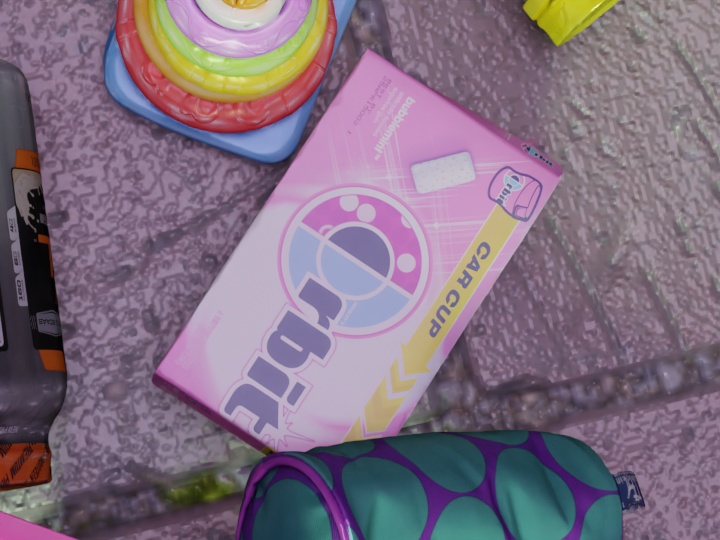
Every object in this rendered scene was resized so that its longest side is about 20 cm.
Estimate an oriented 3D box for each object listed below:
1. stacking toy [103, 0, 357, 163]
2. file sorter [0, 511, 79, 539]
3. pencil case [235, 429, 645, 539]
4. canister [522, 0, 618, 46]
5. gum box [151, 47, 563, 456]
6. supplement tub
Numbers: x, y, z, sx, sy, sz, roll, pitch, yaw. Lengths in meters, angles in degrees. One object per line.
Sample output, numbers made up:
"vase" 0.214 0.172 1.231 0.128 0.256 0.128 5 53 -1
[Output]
"stacking toy" -0.057 -0.127 1.373 0.110 0.200 0.116 22 83 -4
"file sorter" -0.136 0.187 1.285 0.200 0.139 0.126 19 76 6
"pencil case" 0.036 0.122 1.366 0.200 0.085 0.093 -1 54 -44
"canister" 0.093 -0.235 1.460 0.148 0.087 0.200 -38 88 -9
"gum box" 0.000 0.000 1.433 0.113 0.066 0.200 33 82 -1
"supplement tub" -0.204 0.007 1.381 0.122 0.123 0.200 -7 85 -7
